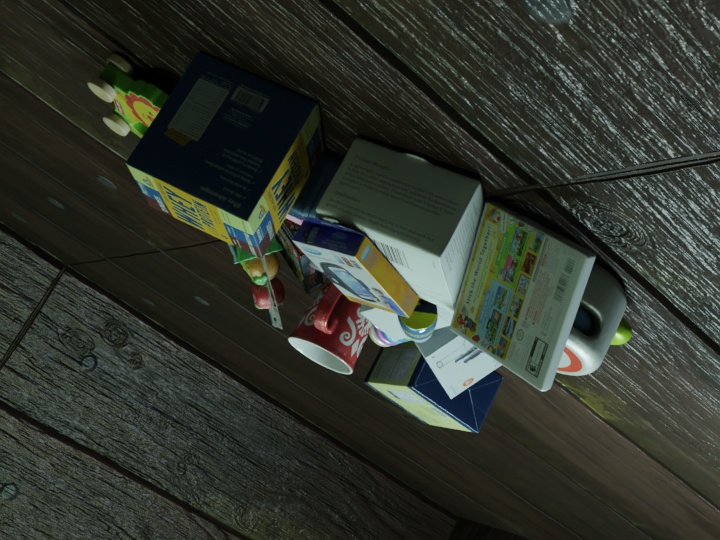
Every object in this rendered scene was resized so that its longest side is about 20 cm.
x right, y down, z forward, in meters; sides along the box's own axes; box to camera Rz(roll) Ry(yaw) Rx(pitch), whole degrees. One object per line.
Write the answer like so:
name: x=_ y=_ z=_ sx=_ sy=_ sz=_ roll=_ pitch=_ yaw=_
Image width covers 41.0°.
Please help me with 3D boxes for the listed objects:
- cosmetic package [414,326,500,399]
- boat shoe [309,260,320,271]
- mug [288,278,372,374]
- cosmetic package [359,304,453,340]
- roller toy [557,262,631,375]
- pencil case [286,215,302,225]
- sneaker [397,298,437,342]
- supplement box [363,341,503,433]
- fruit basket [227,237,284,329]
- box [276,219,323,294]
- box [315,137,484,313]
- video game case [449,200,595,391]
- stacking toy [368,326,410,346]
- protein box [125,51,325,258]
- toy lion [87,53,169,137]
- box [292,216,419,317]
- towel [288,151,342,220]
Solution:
cosmetic package: x=0.189 y=0.136 z=1.710 sx=0.052 sy=0.151 sz=0.200 roll=58 pitch=-179 yaw=33
boat shoe: x=0.000 y=0.000 z=1.593 sx=0.200 sy=0.066 sz=0.070 roll=26 pitch=174 yaw=43
mug: x=-0.022 y=0.070 z=1.768 sx=0.133 sy=0.200 sz=0.177 roll=32 pitch=161 yaw=-11
cosmetic package: x=0.108 y=0.045 z=1.602 sx=0.200 sy=0.074 sz=0.102 roll=-17 pitch=135 yaw=38
roller toy: x=0.276 y=0.063 z=1.395 sx=0.200 sy=0.140 sz=0.183 roll=16 pitch=158 yaw=35
pencil case: x=-0.073 y=-0.099 z=1.570 sx=0.200 sy=0.088 sz=0.087 roll=28 pitch=163 yaw=4
sneaker: x=0.080 y=0.022 z=1.498 sx=0.074 sy=0.201 sz=0.082 roll=-6 pitch=146 yaw=6
supplement box: x=0.153 y=0.235 z=2.066 sx=0.200 sy=0.135 sz=0.200 roll=37 pitch=161 yaw=-24
fruit basket: x=-0.188 y=0.012 z=1.800 sx=0.093 sy=0.201 sz=0.185 roll=-10 pitch=-178 yaw=-11
box: x=-0.122 y=-0.050 z=1.754 sx=0.137 sy=0.038 sz=0.200 roll=56 pitch=170 yaw=18
box: x=0.067 y=-0.062 z=1.378 sx=0.198 sy=0.131 sz=0.200 roll=23 pitch=162 yaw=22
video game case: x=0.213 y=0.032 z=1.299 sx=0.023 sy=0.201 sz=0.182 roll=-7 pitch=-150 yaw=-41
stacking toy: x=0.103 y=0.104 z=1.898 sx=0.085 sy=0.086 sz=0.200 roll=38 pitch=154 yaw=-27
protein box: x=-0.185 y=-0.163 z=1.368 sx=0.198 sy=0.200 sz=0.135 roll=25 pitch=162 yaw=12
toy lion: x=-0.334 y=-0.247 z=1.549 sx=0.191 sy=0.069 sz=0.200 roll=34 pitch=164 yaw=6
box: x=-0.010 y=-0.006 z=1.371 sx=0.119 sy=0.042 sz=0.200 roll=15 pitch=160 yaw=39
towel: x=-0.125 y=-0.150 z=1.459 sx=0.199 sy=0.112 sz=0.049 roll=25 pitch=163 yaw=12
